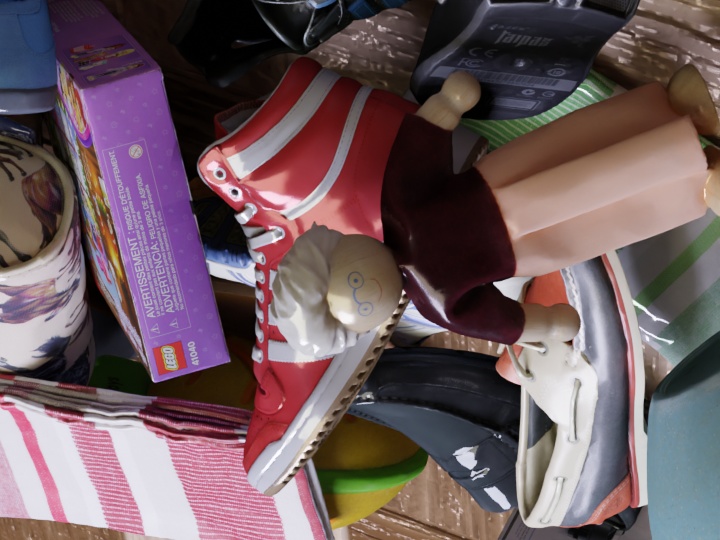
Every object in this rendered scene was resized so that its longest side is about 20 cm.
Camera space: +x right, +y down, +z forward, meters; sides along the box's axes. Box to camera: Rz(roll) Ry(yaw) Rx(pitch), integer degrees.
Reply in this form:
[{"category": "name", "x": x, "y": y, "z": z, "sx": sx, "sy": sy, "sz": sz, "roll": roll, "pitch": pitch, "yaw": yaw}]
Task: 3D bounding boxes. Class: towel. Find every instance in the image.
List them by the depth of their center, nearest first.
[{"category": "towel", "x": 0.106, "y": -0.032, "z": 1.320, "sx": 0.200, "sy": 0.023, "sz": 0.153, "roll": 33, "pitch": 147, "yaw": -2}, {"category": "towel", "x": -0.117, "y": 0.100, "z": 1.421, "sx": 0.199, "sy": 0.023, "sz": 0.144, "roll": 7, "pitch": 151, "yaw": 12}]

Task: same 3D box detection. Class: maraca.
[{"category": "maraca", "x": -0.062, "y": 0.079, "z": 1.496, "sx": 0.199, "sy": 0.137, "sz": 0.107, "roll": 8, "pitch": 106, "yaw": -9}]

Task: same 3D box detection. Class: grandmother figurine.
[{"category": "grandmother figurine", "x": 0.054, "y": -0.022, "z": 1.186, "sx": 0.061, "sy": 0.199, "sz": 0.122, "roll": 172, "pitch": 74, "yaw": -84}]

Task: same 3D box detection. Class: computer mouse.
[{"category": "computer mouse", "x": 0.101, "y": -0.116, "z": 1.181, "sx": 0.140, "sy": 0.046, "sz": 0.200, "roll": 2, "pitch": 160, "yaw": -11}]

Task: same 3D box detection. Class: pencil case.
[{"category": "pencil case", "x": -0.172, "y": 0.004, "z": 1.384, "sx": 0.090, "sy": 0.078, "sz": 0.200, "roll": 49, "pitch": 163, "yaw": 17}]

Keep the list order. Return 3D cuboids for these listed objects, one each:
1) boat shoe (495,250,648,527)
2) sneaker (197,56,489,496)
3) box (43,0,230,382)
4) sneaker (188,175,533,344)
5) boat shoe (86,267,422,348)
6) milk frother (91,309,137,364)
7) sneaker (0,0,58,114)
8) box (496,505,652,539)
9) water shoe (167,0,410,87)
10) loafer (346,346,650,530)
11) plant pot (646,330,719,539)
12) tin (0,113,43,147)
[{"category": "boat shoe", "x": 0.092, "y": 0.042, "z": 1.292, "sx": 0.062, "sy": 0.071, "sz": 0.200, "roll": -14, "pitch": 135, "yaw": -2}, {"category": "sneaker", "x": -0.034, "y": -0.002, "z": 1.272, "sx": 0.112, "sy": 0.071, "sz": 0.200, "roll": 29, "pitch": 115, "yaw": 3}, {"category": "box", "x": -0.111, "y": -0.045, "z": 1.320, "sx": 0.200, "sy": 0.039, "sz": 0.137, "roll": -133, "pitch": 29, "yaw": -69}, {"category": "sneaker", "x": 0.000, "y": 0.000, "z": 1.356, "sx": 0.199, "sy": 0.075, "sz": 0.088, "roll": 8, "pitch": 142, "yaw": 30}, {"category": "boat shoe", "x": -0.054, "y": -0.002, "z": 1.446, "sx": 0.199, "sy": 0.071, "sz": 0.070, "roll": 14, "pitch": 156, "yaw": 22}, {"category": "milk frother", "x": -0.202, "y": 0.103, "z": 1.592, "sx": 0.200, "sy": 0.188, "sz": 0.180, "roll": 45, "pitch": 161, "yaw": -13}, {"category": "sneaker", "x": -0.172, "y": -0.129, "z": 1.285, "sx": 0.066, "sy": 0.200, "sz": 0.079, "roll": 4, "pitch": 113, "yaw": -15}, {"category": "box", "x": 0.170, "y": 0.165, "z": 1.450, "sx": 0.199, "sy": 0.117, "sz": 0.060, "roll": 19, "pitch": 144, "yaw": 20}, {"category": "water shoe", "x": -0.005, "y": -0.126, "z": 1.230, "sx": 0.071, "sy": 0.079, "sz": 0.200, "roll": 43, "pitch": 146, "yaw": -19}, {"category": "loafer", "x": 0.067, "y": 0.081, "z": 1.389, "sx": 0.200, "sy": 0.071, "sz": 0.068, "roll": 16, "pitch": 166, "yaw": -36}, {"category": "plant pot", "x": 0.203, "y": 0.084, "z": 1.261, "sx": 0.135, "sy": 0.200, "sz": 0.200, "roll": 55, "pitch": 144, "yaw": -5}, {"category": "tin", "x": -0.203, "y": -0.068, "z": 1.454, "sx": 0.112, "sy": 0.042, "sz": 0.200, "roll": 66, "pitch": 155, "yaw": 16}]
